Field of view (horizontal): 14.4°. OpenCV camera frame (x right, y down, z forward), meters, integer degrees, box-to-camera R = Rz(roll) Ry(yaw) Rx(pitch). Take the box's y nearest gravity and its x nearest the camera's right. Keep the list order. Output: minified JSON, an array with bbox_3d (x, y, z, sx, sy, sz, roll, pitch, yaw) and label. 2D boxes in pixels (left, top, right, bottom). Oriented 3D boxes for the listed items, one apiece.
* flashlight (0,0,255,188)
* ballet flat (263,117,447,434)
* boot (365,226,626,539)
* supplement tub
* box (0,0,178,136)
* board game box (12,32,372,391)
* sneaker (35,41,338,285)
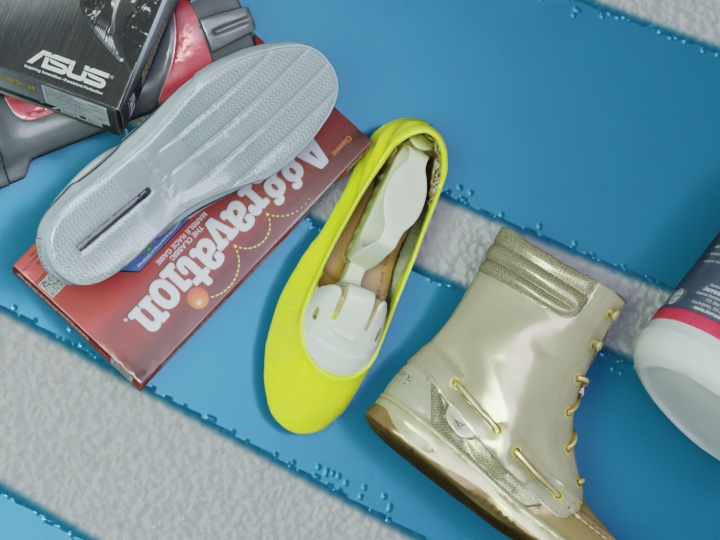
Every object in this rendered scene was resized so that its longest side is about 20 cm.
[{"bbox_3d":[-0.157,-0.109,1.622,0.199,0.068,0.068,-21,133,-11],"label":"flashlight"},{"bbox_3d":[0.000,0.000,1.668,0.067,0.067,0.201,27,79,-16],"label":"ballet flat"},{"bbox_3d":[0.122,0.086,1.698,0.200,0.073,0.156,37,81,-6],"label":"boot"},{"bbox_3d":[0.272,0.018,1.715,0.140,0.140,0.200,43,75,-11],"label":"supplement tub"},{"bbox_3d":[-0.195,-0.183,1.587,0.199,0.048,0.159,21,75,5],"label":"box"},{"bbox_3d":[-0.096,-0.037,1.652,0.103,0.019,0.200,42,75,3],"label":"board game box"},{"bbox_3d":[-0.105,-0.066,1.607,0.199,0.071,0.073,-34,106,-13],"label":"sneaker"}]
